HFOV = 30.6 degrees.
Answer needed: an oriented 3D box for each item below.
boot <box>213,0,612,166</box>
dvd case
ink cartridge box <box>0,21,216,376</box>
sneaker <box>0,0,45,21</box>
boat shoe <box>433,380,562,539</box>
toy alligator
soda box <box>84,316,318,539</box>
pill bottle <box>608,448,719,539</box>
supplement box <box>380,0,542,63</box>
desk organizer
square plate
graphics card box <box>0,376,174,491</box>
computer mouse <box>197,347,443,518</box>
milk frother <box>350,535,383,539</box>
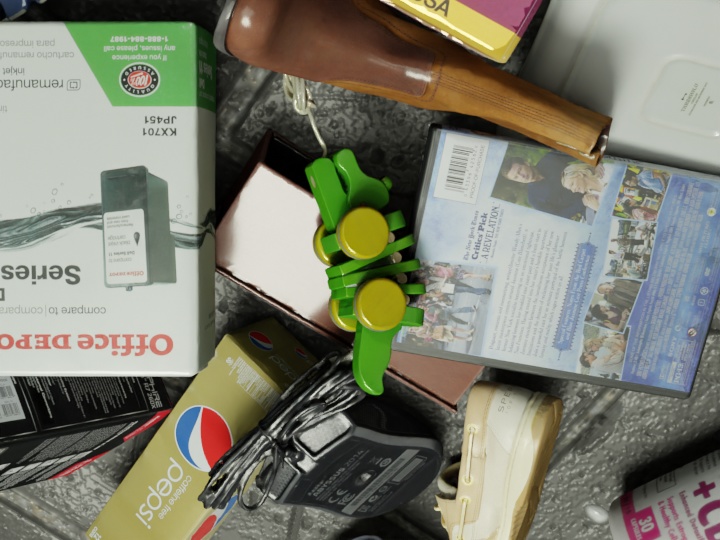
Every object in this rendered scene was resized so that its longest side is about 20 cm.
[{"bbox_3d":[0.034,-0.101,0.710,0.199,0.188,0.069,28,95,16],"label":"boot"},{"bbox_3d":[0.125,-0.003,0.808,0.198,0.018,0.144,10,108,-6],"label":"dvd case"},{"bbox_3d":[-0.159,-0.040,0.768,0.145,0.083,0.202,-1,94,1],"label":"ink cartridge box"},{"bbox_3d":[-0.170,-0.229,0.748,0.198,0.081,0.116,-25,114,16],"label":"sneaker"},{"bbox_3d":[0.088,0.156,0.929,0.069,0.074,0.201,23,126,18],"label":"boat shoe"},{"bbox_3d":[0.003,-0.029,0.777,0.054,0.059,0.202,-13,90,-20],"label":"toy alligator"},{"bbox_3d":[-0.106,0.129,0.914,0.064,0.068,0.200,43,114,12],"label":"soda box"},{"bbox_3d":[0.280,0.168,0.893,0.199,0.114,0.114,-29,111,16],"label":"pill bottle"},{"bbox_3d":[0.078,-0.231,0.696,0.103,0.131,0.201,27,109,-8],"label":"supplement box"},{"bbox_3d":[0.000,0.000,0.854,0.199,0.072,0.077,31,111,-11],"label":"desk organizer"},{"bbox_3d":[0.196,-0.110,0.761,0.196,0.029,0.200,14,146,-3],"label":"square plate"},{"bbox_3d":[-0.232,0.106,0.844,0.125,0.199,0.051,-32,76,33],"label":"graphics card box"},{"bbox_3d":[-0.015,0.113,0.881,0.138,0.053,0.200,-43,146,12],"label":"computer mouse"},{"bbox_3d":[0.014,0.332,0.931,0.188,0.201,0.180,41,128,-18],"label":"milk frother"}]
